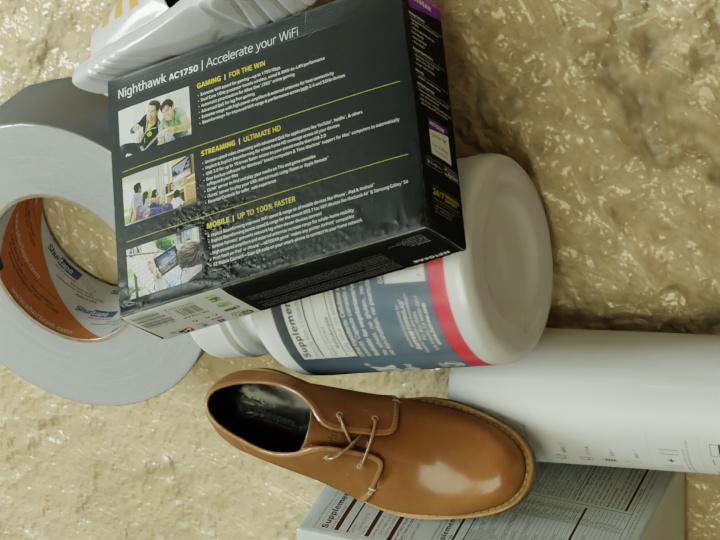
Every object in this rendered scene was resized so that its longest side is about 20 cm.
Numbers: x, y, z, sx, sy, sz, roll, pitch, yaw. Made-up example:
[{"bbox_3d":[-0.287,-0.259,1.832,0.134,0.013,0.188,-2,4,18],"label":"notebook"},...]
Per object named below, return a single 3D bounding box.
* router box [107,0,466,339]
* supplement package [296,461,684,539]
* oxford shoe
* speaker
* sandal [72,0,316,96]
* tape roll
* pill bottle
[{"bbox_3d":[-0.045,-0.060,1.398,0.199,0.150,0.051,-16,157,26],"label":"router box"},{"bbox_3d":[0.085,0.210,1.532,0.198,0.147,0.193,10,123,21],"label":"supplement package"},{"bbox_3d":[0.001,0.101,1.442,0.198,0.071,0.072,10,88,15],"label":"oxford shoe"},{"bbox_3d":[0.152,0.075,1.454,0.198,0.081,0.082,1,121,26],"label":"speaker"},{"bbox_3d":[-0.088,-0.154,1.438,0.079,0.060,0.206,12,153,-37],"label":"sandal"},{"bbox_3d":[-0.170,-0.017,1.568,0.199,0.066,0.202,13,125,20],"label":"tape roll"},{"bbox_3d":[0.000,0.000,1.458,0.199,0.120,0.120,-5,118,30],"label":"pill bottle"}]
